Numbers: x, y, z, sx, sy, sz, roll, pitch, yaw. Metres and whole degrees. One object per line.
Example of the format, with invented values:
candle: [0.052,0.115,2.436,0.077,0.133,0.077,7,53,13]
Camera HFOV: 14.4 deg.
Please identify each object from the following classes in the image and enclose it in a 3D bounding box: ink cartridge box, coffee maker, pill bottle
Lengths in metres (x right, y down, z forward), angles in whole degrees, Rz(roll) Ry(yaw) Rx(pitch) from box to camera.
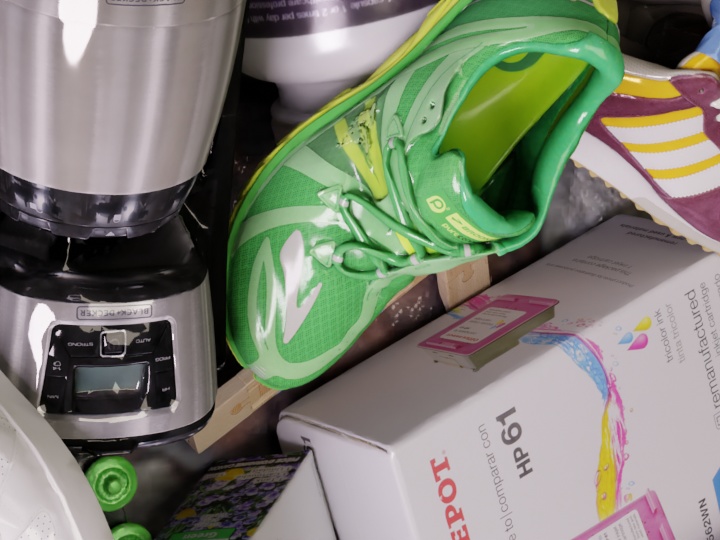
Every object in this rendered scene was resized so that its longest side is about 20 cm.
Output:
ink cartridge box: [0.078,0.086,1.203,0.200,0.085,0.145,-29,115,-28]
ink cartridge box: [-0.056,0.161,1.082,0.200,0.050,0.109,-52,131,-61]
coffee maker: [-0.097,-0.061,1.021,0.134,0.192,0.200,9,117,2]
pill bottle: [-0.010,-0.138,1.091,0.111,0.111,0.200,-22,110,-30]

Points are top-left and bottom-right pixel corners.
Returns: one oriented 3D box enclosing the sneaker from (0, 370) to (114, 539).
sneaker: [-0.163,0.068,0.934,0.200,0.074,0.116,58,37,-8]

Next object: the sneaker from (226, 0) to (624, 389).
sneaker: [0.019,-0.032,1.034,0.074,0.084,0.200,33,108,-27]

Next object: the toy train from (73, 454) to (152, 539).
toy train: [-0.101,0.158,1.124,0.056,0.042,0.200,-19,109,-20]

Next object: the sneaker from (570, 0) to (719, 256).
sneaker: [0.140,-0.067,1.149,0.200,0.090,0.075,24,60,-21]

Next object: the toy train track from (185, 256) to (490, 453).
toy train track: [0.000,0.000,1.166,0.200,0.033,0.115,-38,153,-16]
